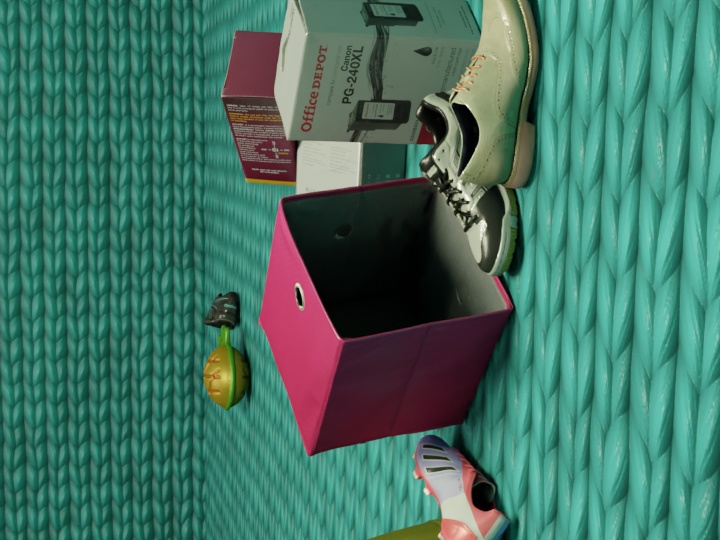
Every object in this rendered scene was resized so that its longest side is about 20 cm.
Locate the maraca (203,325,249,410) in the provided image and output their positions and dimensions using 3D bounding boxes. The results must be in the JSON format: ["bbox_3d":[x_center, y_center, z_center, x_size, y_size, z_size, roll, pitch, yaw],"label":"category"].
[{"bbox_3d":[-0.315,0.227,2.589,0.138,0.106,0.202,122,144,-49],"label":"maraca"}]

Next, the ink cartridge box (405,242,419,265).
[{"bbox_3d":[0.000,0.000,1.375,0.201,0.143,0.085,109,156,-50],"label":"ink cartridge box"}]

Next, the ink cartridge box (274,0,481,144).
[{"bbox_3d":[0.015,-0.217,1.209,0.146,0.197,0.084,105,158,-44],"label":"ink cartridge box"}]

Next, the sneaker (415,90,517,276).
[{"bbox_3d":[0.101,-0.088,1.117,0.076,0.086,0.203,126,139,-62],"label":"sneaker"}]

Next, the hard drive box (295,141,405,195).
[{"bbox_3d":[-0.014,-0.173,1.459,0.155,0.076,0.203,21,113,52],"label":"hard drive box"}]

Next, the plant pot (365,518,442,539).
[{"bbox_3d":[0.031,0.371,1.198,0.200,0.190,0.204,180,90,-74],"label":"plant pot"}]

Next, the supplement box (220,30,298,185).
[{"bbox_3d":[-0.124,-0.218,1.515,0.201,0.084,0.112,81,-165,-60],"label":"supplement box"}]

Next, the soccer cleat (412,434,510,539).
[{"bbox_3d":[0.108,0.231,1.180,0.077,0.066,0.201,-47,23,15],"label":"soccer cleat"}]

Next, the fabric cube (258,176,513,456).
[{"bbox_3d":[0.015,0.047,1.185,0.201,0.197,0.198,107,147,-47],"label":"fabric cube"}]

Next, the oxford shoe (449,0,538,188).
[{"bbox_3d":[0.124,-0.180,1.051,0.071,0.073,0.203,177,92,-74],"label":"oxford shoe"}]

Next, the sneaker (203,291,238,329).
[{"bbox_3d":[-0.340,0.102,2.774,0.200,0.074,0.080,159,123,-67],"label":"sneaker"}]
